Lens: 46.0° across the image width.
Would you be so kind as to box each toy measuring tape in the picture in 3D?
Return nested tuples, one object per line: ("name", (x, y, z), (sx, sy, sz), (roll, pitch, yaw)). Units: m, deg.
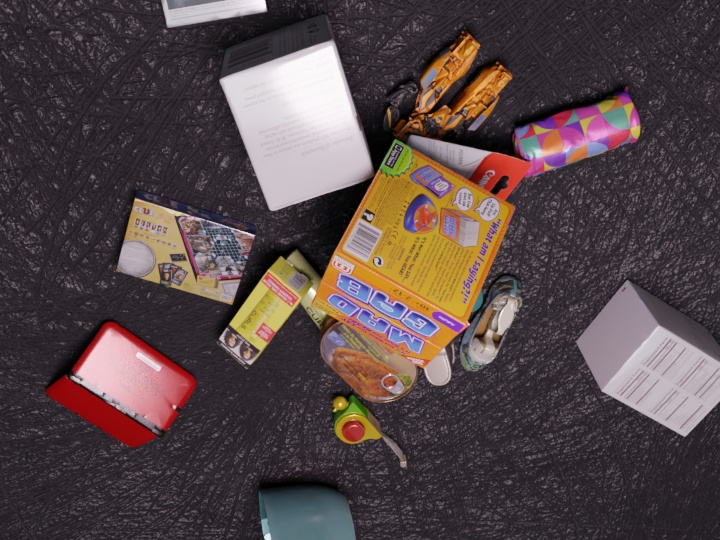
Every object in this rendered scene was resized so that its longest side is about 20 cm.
("toy measuring tape", (0.006, 0.304, 1.557), (0.073, 0.074, 0.201), (-33, 116, 12))

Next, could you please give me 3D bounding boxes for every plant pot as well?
("plant pot", (-0.096, 0.495, 1.584), (0.158, 0.201, 0.204), (-9, 119, -14))

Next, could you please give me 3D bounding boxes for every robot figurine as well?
("robot figurine", (0.126, -0.250, 1.279), (0.144, 0.058, 0.200), (35, 109, -20))

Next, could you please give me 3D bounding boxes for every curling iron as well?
("curling iron", (0.000, 0.000, 1.378), (0.025, 0.049, 0.204), (-13, 100, -22))

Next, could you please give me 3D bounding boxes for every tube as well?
("tube", (-0.061, 0.056, 1.396), (0.201, 0.052, 0.058), (52, 148, -8))

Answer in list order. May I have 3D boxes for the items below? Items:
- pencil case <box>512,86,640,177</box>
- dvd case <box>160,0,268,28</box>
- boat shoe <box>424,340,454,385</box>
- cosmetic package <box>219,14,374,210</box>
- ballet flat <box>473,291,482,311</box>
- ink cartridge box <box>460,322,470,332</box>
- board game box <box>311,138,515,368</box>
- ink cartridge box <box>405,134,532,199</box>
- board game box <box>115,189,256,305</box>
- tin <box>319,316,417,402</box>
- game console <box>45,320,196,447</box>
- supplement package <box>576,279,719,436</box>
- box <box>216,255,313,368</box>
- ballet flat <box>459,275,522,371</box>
("pencil case", (0.331, -0.211, 1.309), (0.196, 0.089, 0.090), (-19, 118, 2))
("dvd case", (-0.216, -0.448, 1.162), (0.147, 0.025, 0.203), (-9, 119, -1))
("boat shoe", (0.125, 0.095, 1.461), (0.065, 0.057, 0.204), (-6, 100, 15))
("cosmetic package", (-0.089, -0.228, 1.211), (0.162, 0.166, 0.203), (-18, 119, 4))
("ballet flat", (0.161, -0.023, 1.400), (0.066, 0.067, 0.203), (-27, 125, -26))
("ink cartridge box", (0.055, 0.084, 1.420), (0.199, 0.045, 0.177), (-39, 89, 15))
("board game box", (0.071, -0.018, 1.220), (0.197, 0.202, 0.200), (28, 154, 0))
("ink cartridge box", (0.143, -0.129, 1.304), (0.196, 0.048, 0.160), (12, 154, -10))
("board game box", (-0.281, -0.035, 1.368), (0.197, 0.035, 0.137), (17, 115, -14))
("tin", (0.014, 0.139, 1.391), (0.111, 0.042, 0.200), (-32, 123, 17))
("game console", (-0.420, 0.204, 1.492), (0.199, 0.118, 0.174), (38, 78, -23))
("supplement package", (0.514, 0.152, 1.475), (0.198, 0.153, 0.152), (28, 113, -18))
("box", (-0.158, 0.071, 1.389), (0.075, 0.050, 0.200), (40, 126, -1))
("ballet flat", (0.226, 0.105, 1.472), (0.073, 0.075, 0.203), (12, 116, -11))
